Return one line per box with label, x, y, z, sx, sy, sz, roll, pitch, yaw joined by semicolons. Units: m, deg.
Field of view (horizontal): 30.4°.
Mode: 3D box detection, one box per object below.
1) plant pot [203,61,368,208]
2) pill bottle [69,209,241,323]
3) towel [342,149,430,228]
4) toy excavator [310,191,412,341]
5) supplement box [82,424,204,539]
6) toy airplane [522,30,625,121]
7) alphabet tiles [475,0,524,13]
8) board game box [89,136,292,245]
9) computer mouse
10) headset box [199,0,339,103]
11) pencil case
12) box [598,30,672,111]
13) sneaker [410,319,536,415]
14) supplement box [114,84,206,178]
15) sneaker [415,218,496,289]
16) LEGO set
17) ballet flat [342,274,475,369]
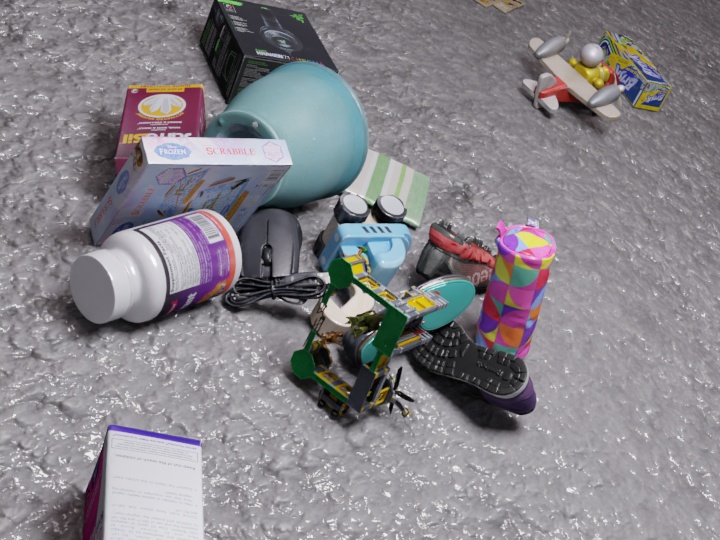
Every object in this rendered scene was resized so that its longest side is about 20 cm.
plant pot;-0.118;-0.173;1.835;0.199;0.201;0.188;35;31;14
pill bottle;-0.248;-0.001;1.601;0.111;0.112;0.199;42;36;23
towel;0.010;-0.145;2.058;0.198;0.024;0.153;25;34;-5
toy excavator;0.000;0.000;1.796;0.193;0.100;0.201;-2;50;-34
supplement box;-0.210;0.261;1.275;0.102;0.102;0.201;12;35;-19
toy airplane;0.410;-0.372;2.532;0.198;0.142;0.200;24;34;-4
alphabet tiles;0.260;-0.626;2.906;0.199;0.006;0.166;36;34;15
board game box;-0.216;-0.098;1.671;0.198;0.200;0.042;-2;63;-34
computer mouse;-0.115;-0.030;1.754;0.137;0.053;0.201;-6;34;-3
headset box;-0.153;-0.355;2.171;0.173;0.093;0.201;6;37;-29
pencil case;0.207;0.028;1.789;0.087;0.202;0.089;5;37;-4
box;0.568;-0.418;2.774;0.069;0.065;0.201;6;38;-28
sneaker;0.144;0.134;1.735;0.199;0.088;0.076;30;72;40
supplement box;-0.271;-0.171;1.817;0.109;0.086;0.201;-2;36;-2
sneaker;0.147;-0.001;1.910;0.071;0.098;0.200;37;9;39
LEGO set;0.016;0.073;1.614;0.153;0.202;0.115;27;22;27
ballet flat;0.057;0.059;1.723;0.199;0.073;0.073;-33;60;-22
